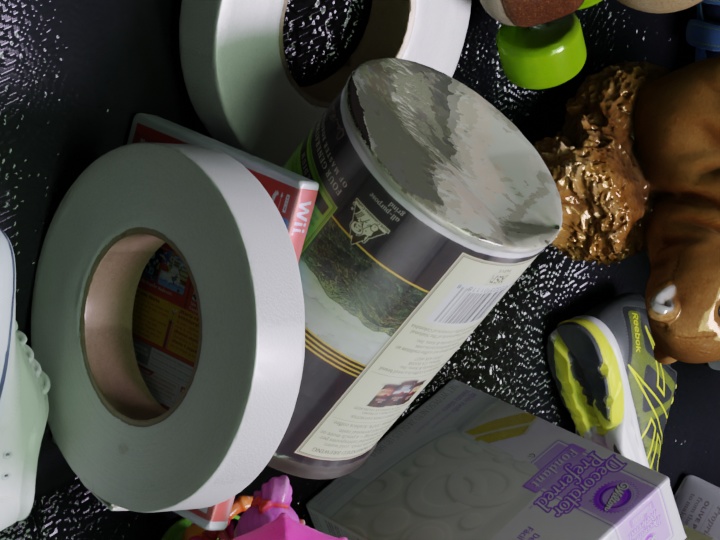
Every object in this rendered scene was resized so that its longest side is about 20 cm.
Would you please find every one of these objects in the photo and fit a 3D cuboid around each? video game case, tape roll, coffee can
[{"bbox_3d":[-0.101,0.027,1.386,0.017,0.143,0.201,5,104,-47],"label":"video game case"},{"bbox_3d":[-0.107,0.032,1.342,0.037,0.202,0.204,-1,108,-43],"label":"tape roll"},{"bbox_3d":[-0.017,-0.151,1.456,0.202,0.037,0.204,-20,120,-38],"label":"tape roll"},{"bbox_3d":[0.000,0.000,1.411,0.146,0.147,0.200,4,135,-44],"label":"coffee can"}]

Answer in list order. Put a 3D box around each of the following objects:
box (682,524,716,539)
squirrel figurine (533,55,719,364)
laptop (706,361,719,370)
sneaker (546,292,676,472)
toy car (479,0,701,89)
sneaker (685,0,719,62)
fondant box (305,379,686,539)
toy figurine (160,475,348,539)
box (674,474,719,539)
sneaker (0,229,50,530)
[{"bbox_3d":[0.114,0.235,1.655,0.200,0.176,0.097,-31,126,-31],"label":"box"},{"bbox_3d":[0.202,-0.036,1.602,0.142,0.199,0.187,71,34,-72],"label":"squirrel figurine"},{"bbox_3d":[0.285,0.057,1.708,0.116,0.199,0.188,-60,138,-31],"label":"laptop"},{"bbox_3d":[0.195,0.106,1.750,0.085,0.074,0.201,-34,128,-29],"label":"sneaker"},{"bbox_3d":[0.175,-0.211,1.483,0.158,0.199,0.165,-65,148,-42],"label":"toy car"},{"bbox_3d":[0.255,-0.187,1.687,0.082,0.074,0.201,4,96,-45],"label":"sneaker"},{"bbox_3d":[0.085,0.160,1.579,0.144,0.200,0.058,-39,130,-26],"label":"fondant box"},{"bbox_3d":[-0.056,0.188,1.421,0.149,0.201,0.184,8,145,-16],"label":"toy figurine"},{"bbox_3d":[0.311,0.296,1.872,0.199,0.171,0.201,31,85,-46],"label":"box"},{"bbox_3d":[-0.208,0.058,1.361,0.071,0.073,0.201,-21,130,-46],"label":"sneaker"}]
